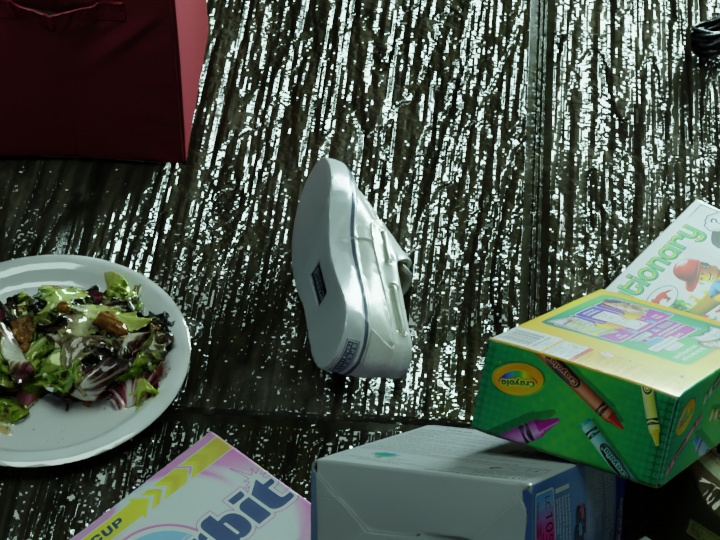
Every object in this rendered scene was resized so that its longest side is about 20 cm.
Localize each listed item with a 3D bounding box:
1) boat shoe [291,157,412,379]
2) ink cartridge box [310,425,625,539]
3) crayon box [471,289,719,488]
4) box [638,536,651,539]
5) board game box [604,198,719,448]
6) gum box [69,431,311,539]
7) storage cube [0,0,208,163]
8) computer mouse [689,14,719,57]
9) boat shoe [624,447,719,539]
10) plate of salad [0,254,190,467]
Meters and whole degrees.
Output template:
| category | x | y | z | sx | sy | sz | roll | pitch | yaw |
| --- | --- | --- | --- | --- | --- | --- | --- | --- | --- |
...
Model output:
| category | x | y | z | sx | sy | sz | roll | pitch | yaw |
| --- | --- | --- | --- | --- | --- | --- | --- | --- | --- |
| boat shoe | 0.000 | 0.000 | 1.511 | 0.070 | 0.071 | 0.200 | 16 | 34 | -22 |
| ink cartridge box | 0.074 | 0.139 | 1.284 | 0.136 | 0.076 | 0.200 | 4 | 7 | 24 |
| crayon box | 0.162 | 0.066 | 1.315 | 0.119 | 0.058 | 0.200 | 17 | 15 | 23 |
| box | 0.175 | 0.260 | 1.173 | 0.200 | 0.097 | 0.176 | 31 | 32 | 29 |
| board game box | 0.228 | 0.039 | 1.479 | 0.126 | 0.035 | 0.200 | 27 | 50 | 27 |
| gum box | -0.118 | 0.198 | 1.291 | 0.113 | 0.066 | 0.200 | 33 | 53 | 29 |
| storage cube | -0.210 | -0.202 | 1.636 | 0.171 | 0.180 | 0.200 | 2 | 44 | 2 |
| computer mouse | 0.348 | -0.158 | 1.681 | 0.110 | 0.044 | 0.200 | -24 | 48 | -24 |
| boat shoe | 0.223 | 0.148 | 1.352 | 0.076 | 0.072 | 0.200 | -1 | 32 | -43 |
| plate of salad | -0.215 | 0.051 | 1.463 | 0.200 | 0.048 | 0.200 | 0 | 43 | 0 |
